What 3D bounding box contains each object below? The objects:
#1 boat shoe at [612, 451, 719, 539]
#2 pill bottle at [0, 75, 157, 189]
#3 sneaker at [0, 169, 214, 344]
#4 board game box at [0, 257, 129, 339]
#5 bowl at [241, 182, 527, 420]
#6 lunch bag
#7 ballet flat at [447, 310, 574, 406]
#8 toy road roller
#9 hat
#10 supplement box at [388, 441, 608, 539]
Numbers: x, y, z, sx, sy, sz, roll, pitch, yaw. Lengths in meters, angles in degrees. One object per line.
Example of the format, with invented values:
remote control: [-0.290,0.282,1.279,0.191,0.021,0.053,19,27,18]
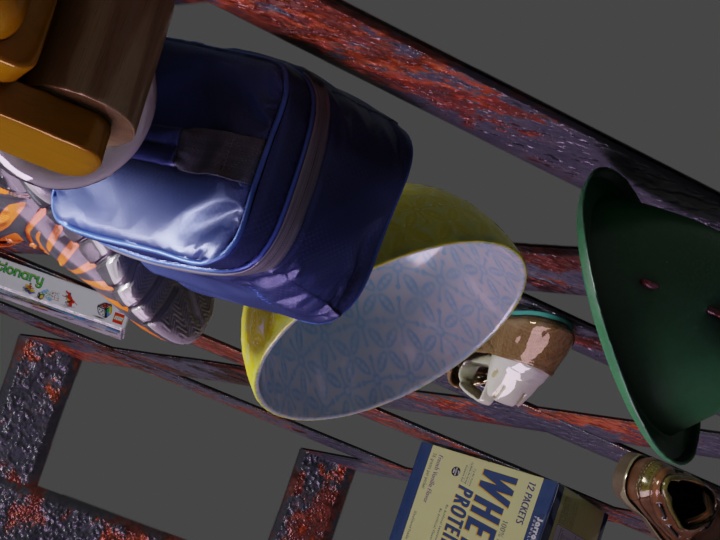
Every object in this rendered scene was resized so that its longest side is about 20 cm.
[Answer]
boat shoe: [0.336,0.250,2.767,0.068,0.072,0.200,13,169,40]
pill bottle: [-0.194,-0.114,1.519,0.106,0.107,0.200,23,-178,-26]
sneaker: [-0.182,-0.027,1.686,0.112,0.078,0.200,-9,130,43]
board game box: [-0.354,0.026,2.994,0.199,0.035,0.126,20,172,-4]
bowl: [0.000,0.000,1.778,0.200,0.200,0.108,34,-155,-59]
lunch bag: [-0.088,-0.062,1.570,0.199,0.137,0.132,12,169,44]
ballet flat: [0.116,0.074,2.168,0.067,0.073,0.200,23,170,-19]
toy road roller: [-0.177,-0.145,1.324,0.199,0.124,0.146,23,159,-22]
hat: [0.237,0.015,1.486,0.175,0.201,0.166,-16,-160,23]
supplement box: [0.175,0.323,3.350,0.199,0.135,0.200,15,170,26]
